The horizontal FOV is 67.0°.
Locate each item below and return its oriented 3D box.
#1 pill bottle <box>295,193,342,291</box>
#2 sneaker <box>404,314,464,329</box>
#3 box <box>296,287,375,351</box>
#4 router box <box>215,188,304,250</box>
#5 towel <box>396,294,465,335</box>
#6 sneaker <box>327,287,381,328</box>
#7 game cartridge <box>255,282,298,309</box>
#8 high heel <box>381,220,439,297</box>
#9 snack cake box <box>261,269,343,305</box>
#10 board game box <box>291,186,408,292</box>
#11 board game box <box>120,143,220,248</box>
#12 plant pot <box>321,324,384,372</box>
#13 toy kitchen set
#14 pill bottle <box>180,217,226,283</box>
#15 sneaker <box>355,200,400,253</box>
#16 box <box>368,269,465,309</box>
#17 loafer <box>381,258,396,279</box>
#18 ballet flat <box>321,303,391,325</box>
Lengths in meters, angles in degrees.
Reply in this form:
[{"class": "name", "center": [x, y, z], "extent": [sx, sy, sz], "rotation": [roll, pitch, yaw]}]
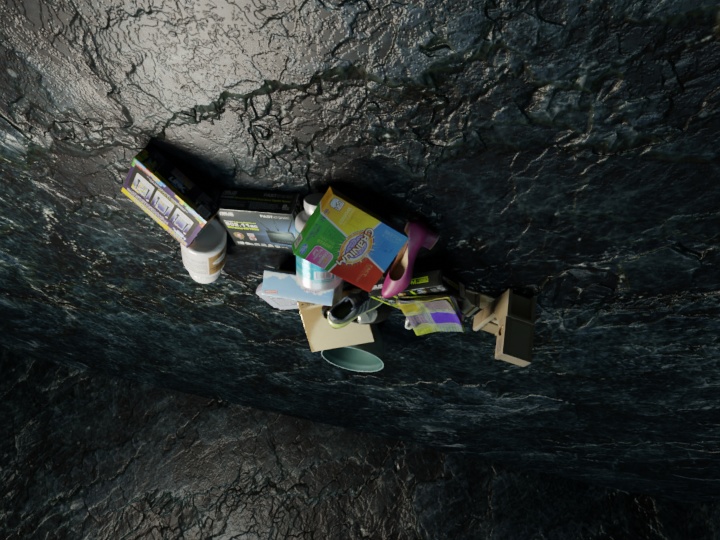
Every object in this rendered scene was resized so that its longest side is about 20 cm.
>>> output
[{"class": "pill bottle", "center": [-0.090, -0.064, 1.204], "extent": [0.109, 0.111, 0.203], "rotation": [8, 120, 9]}, {"class": "sneaker", "center": [0.200, 0.133, 1.474], "extent": [0.076, 0.081, 0.199], "rotation": [38, 161, -27]}, {"class": "box", "center": [-0.071, 0.144, 1.567], "extent": [0.197, 0.021, 0.166], "rotation": [-11, 104, 15]}, {"class": "router box", "center": [-0.221, -0.116, 1.269], "extent": [0.197, 0.063, 0.151], "rotation": [5, 149, 14]}, {"class": "towel", "center": [0.178, 0.112, 1.352], "extent": [0.141, 0.023, 0.201], "rotation": [-5, 148, 19]}, {"class": "sneaker", "center": [-0.001, 0.081, 1.421], "extent": [0.074, 0.199, 0.081], "rotation": [51, 175, 10]}, {"class": "game cartridge", "center": [-0.209, 0.069, 1.628], "extent": [0.197, 0.041, 0.133], "rotation": [-7, 149, 31]}, {"class": "high heel", "center": [0.086, -0.027, 1.221], "extent": [0.095, 0.068, 0.201], "rotation": [19, 112, -39]}, {"class": "snack cake box", "center": [-0.154, 0.043, 1.471], "extent": [0.197, 0.068, 0.115], "rotation": [9, -178, 10]}, {"class": "board game box", "center": [-0.020, -0.060, 1.135], "extent": [0.198, 0.040, 0.154], "rotation": [26, 110, -27]}, {"class": "board game box", "center": [-0.429, -0.161, 1.225], "extent": [0.200, 0.057, 0.165], "rotation": [44, 145, -13]}, {"class": "plant pot", "center": [-0.014, 0.217, 1.705], "extent": [0.197, 0.136, 0.201], "rotation": [9, 151, 5]}, {"class": "toy kitchen set", "center": [0.327, 0.157, 1.409], "extent": [0.161, 0.183, 0.200], "rotation": [18, 152, -7]}, {"class": "pill bottle", "center": [-0.407, -0.047, 1.417], "extent": [0.113, 0.116, 0.200], "rotation": [16, 152, -7]}, {"class": "sneaker", "center": [0.038, -0.087, 1.204], "extent": [0.082, 0.072, 0.199], "rotation": [-12, 145, 34]}, {"class": "box", "center": [0.145, 0.051, 1.359], "extent": [0.190, 0.048, 0.199], "rotation": [-8, 164, 26]}, {"class": "loafer", "center": [0.000, 0.000, 1.380], "extent": [0.198, 0.068, 0.076], "rotation": [-11, 144, 37]}, {"class": "ballet flat", "center": [-0.015, 0.120, 1.499], "extent": [0.197, 0.069, 0.068], "rotation": [-2, -169, 12]}]
